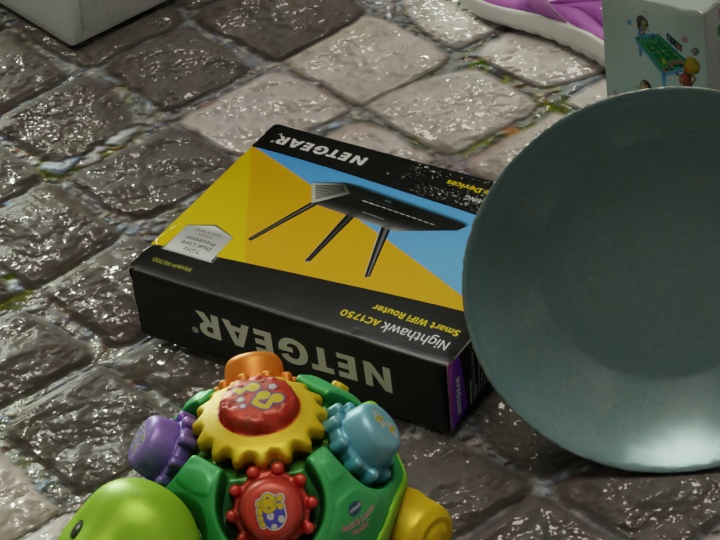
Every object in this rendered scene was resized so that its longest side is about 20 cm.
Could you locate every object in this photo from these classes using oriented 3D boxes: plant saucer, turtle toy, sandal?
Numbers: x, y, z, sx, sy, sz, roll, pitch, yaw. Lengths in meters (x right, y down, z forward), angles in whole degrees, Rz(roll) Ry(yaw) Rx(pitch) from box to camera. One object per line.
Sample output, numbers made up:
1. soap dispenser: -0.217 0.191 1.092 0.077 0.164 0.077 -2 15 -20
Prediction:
1. plant saucer: 0.148 0.000 1.355 0.200 0.202 0.039 -4 23 3
2. turtle toy: -0.058 0.110 1.309 0.145 0.102 0.200 24 45 35
3. sandal: 0.133 -0.177 1.723 0.082 0.050 0.202 -32 42 -31

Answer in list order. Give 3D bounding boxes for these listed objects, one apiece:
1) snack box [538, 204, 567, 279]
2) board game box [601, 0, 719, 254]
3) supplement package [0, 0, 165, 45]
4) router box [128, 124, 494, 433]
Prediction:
1. snack box: 0.145 -0.035 1.468 0.037 0.117 0.200 19 43 32
2. board game box: 0.191 -0.072 1.427 0.064 0.201 0.147 15 35 34
3. supplement package: -0.158 -0.286 1.800 0.199 0.192 0.147 -30 42 -29
4. router box: 0.000 0.000 1.495 0.199 0.051 0.149 16 43 28
